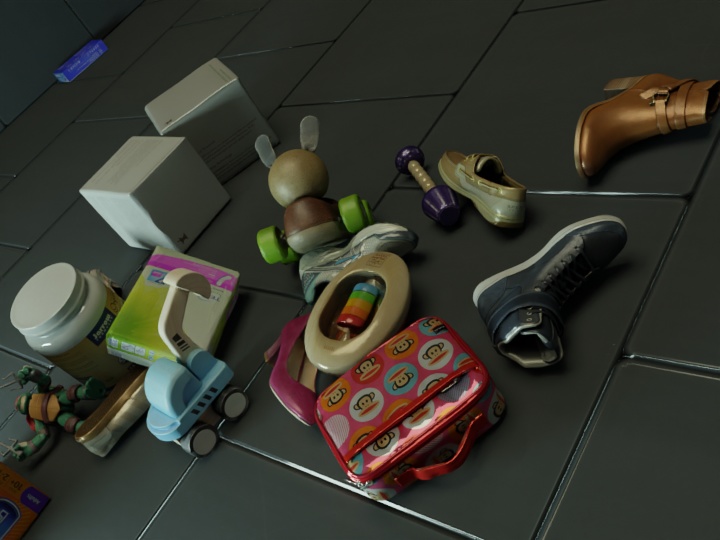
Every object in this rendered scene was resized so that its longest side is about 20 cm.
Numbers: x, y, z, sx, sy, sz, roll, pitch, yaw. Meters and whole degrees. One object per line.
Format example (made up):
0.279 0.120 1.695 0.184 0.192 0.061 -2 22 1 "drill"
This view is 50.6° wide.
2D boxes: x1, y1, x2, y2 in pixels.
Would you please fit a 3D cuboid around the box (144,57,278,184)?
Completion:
-0.319 -0.312 1.622 0.200 0.171 0.199 -37 36 -3 "box"

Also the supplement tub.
-0.438 0.094 1.216 0.144 0.200 0.145 -16 49 19 "supplement tub"

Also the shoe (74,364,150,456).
-0.352 0.198 1.176 0.070 0.053 0.200 -8 36 52 "shoe"

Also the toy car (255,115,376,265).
-0.089 -0.130 1.183 0.164 0.200 0.158 -20 -4 9 "toy car"

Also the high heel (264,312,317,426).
-0.071 0.127 1.021 0.096 0.067 0.200 -45 23 4 "high heel"

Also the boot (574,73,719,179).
0.387 -0.200 1.031 0.155 0.074 0.200 11 58 39 "boot"

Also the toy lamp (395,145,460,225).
0.105 -0.131 1.186 0.058 0.058 0.200 -31 33 5 "toy lamp"

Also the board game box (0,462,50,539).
-0.626 0.341 1.095 0.200 0.200 0.200 5 52 40 "board game box"

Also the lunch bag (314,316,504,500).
0.059 0.164 0.871 0.200 0.082 0.176 -37 40 -1 "lunch bag"

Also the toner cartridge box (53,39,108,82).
-1.037 -0.777 2.822 0.095 0.043 0.200 14 57 47 "toner cartridge box"

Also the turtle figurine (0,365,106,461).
-0.500 0.218 1.209 0.200 0.150 0.101 -2 10 21 "turtle figurine"

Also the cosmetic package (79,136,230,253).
-0.407 -0.151 1.513 0.200 0.167 0.166 10 54 43 "cosmetic package"

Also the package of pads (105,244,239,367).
-0.285 0.067 1.196 0.154 0.068 0.200 19 49 -1 "package of pads"

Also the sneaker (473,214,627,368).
0.232 0.028 0.874 0.202 0.077 0.146 -35 23 16 "sneaker"

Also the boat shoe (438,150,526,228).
0.180 -0.134 1.100 0.074 0.066 0.200 -4 34 -28 "boat shoe"

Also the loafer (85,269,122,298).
-0.462 0.059 1.412 0.063 0.072 0.200 -22 41 -12 "loafer"

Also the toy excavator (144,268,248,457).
-0.239 0.125 1.039 0.100 0.200 0.195 14 58 45 "toy excavator"

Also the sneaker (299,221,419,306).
0.000 0.000 1.118 0.200 0.078 0.086 -23 49 26 "sneaker"

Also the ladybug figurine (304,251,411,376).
0.005 0.061 1.023 0.136 0.072 0.200 10 57 36 "ladybug figurine"
